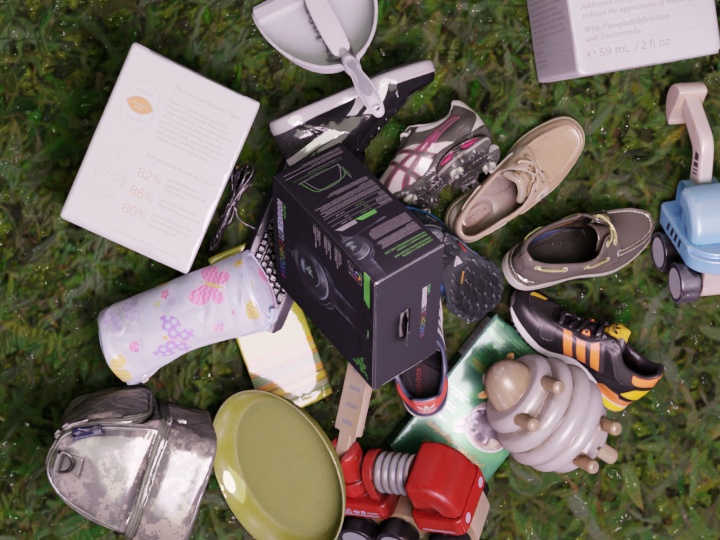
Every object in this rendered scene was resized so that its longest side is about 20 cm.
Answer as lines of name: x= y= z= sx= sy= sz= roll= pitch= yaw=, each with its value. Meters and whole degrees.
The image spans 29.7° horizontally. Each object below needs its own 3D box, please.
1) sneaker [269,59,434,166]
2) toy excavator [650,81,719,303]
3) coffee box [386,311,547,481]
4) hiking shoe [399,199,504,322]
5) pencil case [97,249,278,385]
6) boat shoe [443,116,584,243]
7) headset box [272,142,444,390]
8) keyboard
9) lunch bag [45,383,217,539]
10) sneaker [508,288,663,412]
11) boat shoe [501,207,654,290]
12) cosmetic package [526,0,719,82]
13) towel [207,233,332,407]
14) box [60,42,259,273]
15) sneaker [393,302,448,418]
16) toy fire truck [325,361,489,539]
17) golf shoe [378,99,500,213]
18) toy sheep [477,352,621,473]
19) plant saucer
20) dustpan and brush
sneaker: x=0.006 y=-0.153 z=1.527 sx=0.198 sy=0.073 sz=0.113 roll=-24 pitch=100 yaw=-7
toy excavator: x=0.397 y=-0.092 z=1.566 sx=0.098 sy=0.195 sz=0.202 roll=-4 pitch=124 yaw=-7
coffee box: x=0.136 y=0.162 z=1.592 sx=0.123 sy=0.044 sz=0.201 roll=38 pitch=89 yaw=-9
hiking shoe: x=0.098 y=-0.016 z=1.532 sx=0.074 sy=0.087 sz=0.200 roll=-39 pitch=139 yaw=6
pencil case: x=-0.190 y=0.052 z=1.489 sx=0.198 sy=0.083 sz=0.092 roll=-23 pitch=67 yaw=11
boat shoe: x=0.183 y=-0.102 z=1.560 sx=0.199 sy=0.065 sz=0.072 roll=-38 pitch=100 yaw=-4
headset box: x=0.000 y=0.000 z=1.438 sx=0.092 sy=0.175 sz=0.200 roll=-28 pitch=55 yaw=-24
keyboard: x=-0.108 y=-0.043 z=1.538 sx=0.126 sy=0.021 sz=0.202 roll=23 pitch=87 yaw=-13
lunch bag: x=-0.251 y=0.202 z=1.464 sx=0.165 sy=0.200 sz=0.141 roll=17 pitch=93 yaw=-10
sneaker: x=0.264 y=0.075 z=1.568 sx=0.200 sy=0.070 sz=0.090 roll=41 pitch=130 yaw=-13
boat shoe: x=0.260 y=-0.031 z=1.561 sx=0.199 sy=0.060 sz=0.073 roll=-17 pitch=74 yaw=-20
cosmetic package: x=0.279 y=-0.323 z=1.501 sx=0.165 sy=0.166 sz=0.203 roll=-11 pitch=96 yaw=-6
towel: x=-0.104 y=0.065 z=1.564 sx=0.085 sy=0.018 sz=0.203 roll=-21 pitch=97 yaw=-11
box: x=-0.217 y=-0.123 z=1.481 sx=0.151 sy=0.106 sz=0.202 roll=24 pitch=92 yaw=-9
sneaker: x=0.061 y=0.064 z=1.532 sx=0.074 sy=0.085 sz=0.203 roll=-14 pitch=80 yaw=2
toy fire truck: x=0.040 y=0.206 z=1.494 sx=0.174 sy=0.130 sz=0.201 roll=1 pitch=136 yaw=30
golf shoe: x=0.061 y=-0.110 z=1.549 sx=0.198 sy=0.077 sz=0.089 roll=-31 pitch=63 yaw=8
toy sheep: x=0.215 y=0.164 z=1.515 sx=0.199 sy=0.138 sz=0.138 roll=40 pitch=89 yaw=-20
plant saucer: x=-0.087 y=0.224 z=1.519 sx=0.031 sy=0.198 sz=0.203 roll=-24 pitch=101 yaw=-47
dustpan and brush: x=-0.023 y=-0.245 z=1.484 sx=0.138 sy=0.057 sz=0.202 roll=-27 pitch=77 yaw=-5
